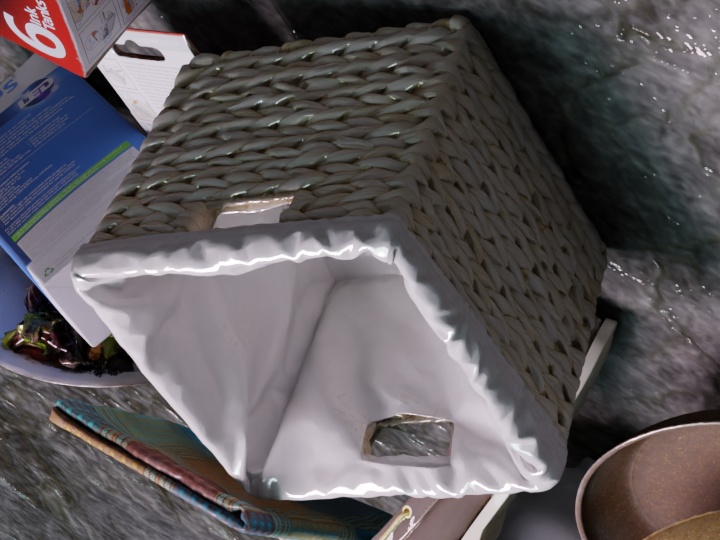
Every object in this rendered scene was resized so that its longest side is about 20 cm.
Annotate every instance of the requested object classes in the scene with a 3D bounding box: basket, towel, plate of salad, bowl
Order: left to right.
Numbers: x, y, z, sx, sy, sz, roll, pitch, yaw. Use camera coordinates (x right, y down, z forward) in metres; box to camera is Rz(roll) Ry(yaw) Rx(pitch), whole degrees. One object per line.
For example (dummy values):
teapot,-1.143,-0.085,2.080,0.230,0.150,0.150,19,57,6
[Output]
plate of salad,-0.145,0.003,1.588,0.200,0.200,0.048,23,131,30
towel,-0.071,0.116,1.500,0.147,0.022,0.200,27,-177,26
basket,0.000,0.000,1.346,0.198,0.161,0.200,-5,136,33
bowl,0.146,0.175,1.584,0.201,0.090,0.201,37,179,1

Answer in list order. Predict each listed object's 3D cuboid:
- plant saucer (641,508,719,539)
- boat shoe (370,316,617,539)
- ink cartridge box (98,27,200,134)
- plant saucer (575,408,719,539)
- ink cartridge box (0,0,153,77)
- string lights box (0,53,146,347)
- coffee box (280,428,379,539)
plant saucer,0.224,0.207,1.437,0.200,0.035,0.200,4,132,4
boat shoe,0.071,0.100,1.473,0.060,0.200,0.072,34,-164,10
ink cartridge box,-0.067,-0.079,1.489,0.109,0.050,0.200,11,145,47
plant saucer,0.218,0.133,1.437,0.200,0.037,0.200,10,140,8
ink cartridge box,-0.208,-0.219,1.374,0.176,0.084,0.200,27,155,26
string lights box,-0.172,-0.048,1.551,0.200,0.103,0.059,42,170,51
coffee box,-0.029,0.087,1.670,0.080,0.114,0.200,35,157,5
